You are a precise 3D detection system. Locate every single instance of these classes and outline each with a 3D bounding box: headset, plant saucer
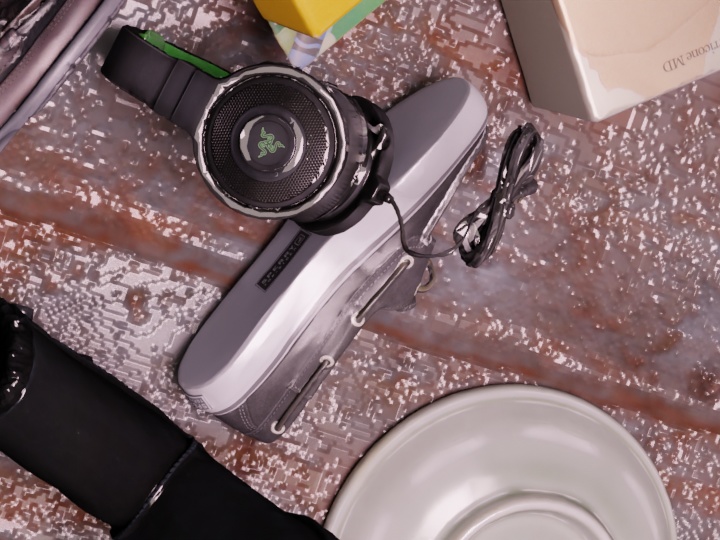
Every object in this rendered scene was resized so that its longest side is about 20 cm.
[{"bbox_3d":[-0.019,-0.065,0.984,0.199,0.123,0.094,32,97,20],"label":"headset"},{"bbox_3d":[0.077,0.160,1.125,0.199,0.050,0.202,-4,102,-17],"label":"plant saucer"}]

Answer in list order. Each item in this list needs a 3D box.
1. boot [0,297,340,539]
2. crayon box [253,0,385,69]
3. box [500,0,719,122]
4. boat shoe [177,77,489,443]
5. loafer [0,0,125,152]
[{"bbox_3d":[-0.102,0.089,0.983,0.162,0.198,0.073,42,84,-26],"label":"boot"},{"bbox_3d":[-0.015,-0.195,0.967,0.126,0.051,0.201,-41,124,-16],"label":"crayon box"},{"bbox_3d":[0.105,-0.181,1.053,0.094,0.078,0.201,-24,106,-13],"label":"box"},{"bbox_3d":[0.000,0.000,1.063,0.066,0.070,0.200,41,87,-28],"label":"boat shoe"},{"bbox_3d":[-0.171,-0.087,0.992,0.063,0.072,0.200,38,91,-16],"label":"loafer"}]
